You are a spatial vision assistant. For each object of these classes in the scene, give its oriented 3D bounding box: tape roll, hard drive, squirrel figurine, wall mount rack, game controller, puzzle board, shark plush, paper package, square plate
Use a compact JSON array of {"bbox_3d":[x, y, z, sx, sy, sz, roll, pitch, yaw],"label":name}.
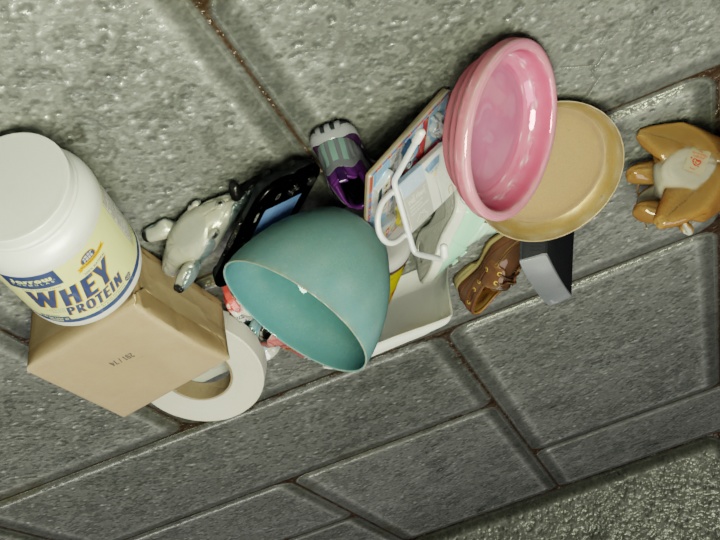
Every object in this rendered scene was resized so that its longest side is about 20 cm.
[{"bbox_3d":[-0.235,0.137,1.546,0.201,0.037,0.204,3,129,3],"label":"tape roll"},{"bbox_3d":[0.264,-0.037,1.493,0.042,0.136,0.200,-1,161,22],"label":"hard drive"},{"bbox_3d":[0.468,-0.116,1.469,0.199,0.142,0.187,-16,160,4],"label":"squirrel figurine"},{"bbox_3d":[0.093,-0.116,1.217,0.200,0.074,0.175,-44,132,-36],"label":"wall mount rack"},{"bbox_3d":[-0.116,-0.054,1.278,0.104,0.042,0.200,-42,169,-44],"label":"game controller"},{"bbox_3d":[0.055,-0.108,1.270,0.151,0.017,0.200,-50,163,-22],"label":"puzzle board"},{"bbox_3d":[-0.184,-0.064,1.304,0.200,0.091,0.083,-52,162,19],"label":"shark plush"},{"bbox_3d":[-0.303,0.083,1.393,0.199,0.104,0.190,-29,138,22],"label":"paper package"},{"bbox_3d":[0.043,0.066,1.535,0.197,0.200,0.029,-23,111,12],"label":"square plate"}]

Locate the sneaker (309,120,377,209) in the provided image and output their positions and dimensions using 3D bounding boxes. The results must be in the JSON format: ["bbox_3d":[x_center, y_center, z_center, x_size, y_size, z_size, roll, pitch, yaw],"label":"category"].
[{"bbox_3d":[-0.006,-0.096,1.275,0.074,0.088,0.200,-21,154,13],"label":"sneaker"}]

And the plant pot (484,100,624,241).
[{"bbox_3d":[0.235,-0.128,1.346,0.198,0.028,0.201,-7,125,-10],"label":"plant pot"}]

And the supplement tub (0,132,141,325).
[{"bbox_3d":[-0.328,-0.041,1.126,0.144,0.146,0.200,-17,154,1],"label":"supplement tub"}]

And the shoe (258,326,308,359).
[{"bbox_3d":[-0.064,0.068,1.392,0.090,0.072,0.200,14,156,-21],"label":"shoe"}]

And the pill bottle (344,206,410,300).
[{"bbox_3d":[0.000,0.000,1.441,0.108,0.110,0.200,-9,153,-16],"label":"pill bottle"}]

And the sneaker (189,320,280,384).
[{"bbox_3d":[-0.222,0.109,1.591,0.199,0.074,0.082,-19,124,15],"label":"sneaker"}]

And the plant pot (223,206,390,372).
[{"bbox_3d":[-0.042,0.005,1.252,0.135,0.199,0.200,-54,166,-23],"label":"plant pot"}]

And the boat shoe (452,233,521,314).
[{"bbox_3d":[0.214,-0.002,1.611,0.072,0.068,0.200,0,149,-31],"label":"boat shoe"}]

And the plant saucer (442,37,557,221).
[{"bbox_3d":[0.152,-0.158,1.182,0.051,0.202,0.200,16,174,35],"label":"plant saucer"}]

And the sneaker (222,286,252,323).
[{"bbox_3d":[-0.133,0.011,1.433,0.107,0.068,0.202,-14,156,-12],"label":"sneaker"}]

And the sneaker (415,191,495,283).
[{"bbox_3d":[0.151,-0.044,1.478,0.117,0.074,0.201,0,147,-19],"label":"sneaker"}]
